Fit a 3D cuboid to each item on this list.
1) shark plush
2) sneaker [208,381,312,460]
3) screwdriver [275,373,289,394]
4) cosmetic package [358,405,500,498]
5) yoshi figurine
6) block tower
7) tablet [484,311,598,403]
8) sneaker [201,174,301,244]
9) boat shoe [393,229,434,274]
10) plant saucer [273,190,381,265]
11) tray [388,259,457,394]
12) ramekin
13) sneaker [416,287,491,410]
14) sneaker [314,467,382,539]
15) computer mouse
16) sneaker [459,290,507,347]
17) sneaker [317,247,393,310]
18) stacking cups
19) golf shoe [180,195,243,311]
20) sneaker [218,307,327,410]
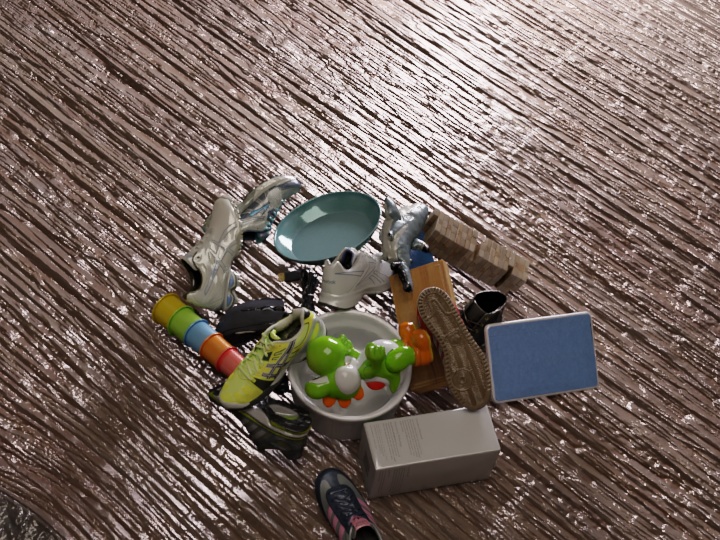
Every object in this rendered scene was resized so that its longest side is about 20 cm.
[{"bbox_3d":[0.078,-0.050,1.721,0.082,0.092,0.201,5,32,-5],"label":"shark plush"},{"bbox_3d":[-0.163,0.234,1.604,0.199,0.082,0.074,24,30,34],"label":"sneaker"},{"bbox_3d":[-0.154,0.131,1.679,0.029,0.028,0.200,-6,37,-22],"label":"screwdriver"},{"bbox_3d":[0.104,0.280,1.581,0.198,0.108,0.085,-7,54,-13],"label":"cosmetic package"},{"bbox_3d":[0.001,0.126,1.560,0.198,0.113,0.112,-21,55,-14],"label":"yoshi figurine"},{"bbox_3d":[0.198,-0.030,1.801,0.199,0.054,0.058,29,46,-11],"label":"block tower"},{"bbox_3d":[0.302,0.144,1.708,0.198,0.014,0.131,-6,89,-17],"label":"tablet"},{"bbox_3d":[-0.181,-0.094,1.845,0.199,0.078,0.087,-34,76,-18],"label":"sneaker"},{"bbox_3d":[0.096,-0.006,1.808,0.083,0.069,0.201,10,55,-9],"label":"boat shoe"},{"bbox_3d":[-0.055,-0.068,1.815,0.198,0.036,0.201,-13,37,10],"label":"plant saucer"},{"bbox_3d":[0.113,0.091,1.681,0.098,0.037,0.202,-18,66,16],"label":"tray"},{"bbox_3d":[-0.021,0.173,1.648,0.198,0.098,0.202,3,54,-4],"label":"ramekin"},{"bbox_3d":[0.145,0.117,1.604,0.071,0.112,0.201,-24,91,1],"label":"sneaker"},{"bbox_3d":[-0.007,0.369,1.520,0.070,0.082,0.201,-21,60,-19],"label":"sneaker"},{"bbox_3d":[-0.160,0.052,1.696,0.198,0.046,0.141,-16,41,24],"label":"computer mouse"},{"bbox_3d":[0.158,0.105,1.710,0.199,0.107,0.075,-34,65,-26],"label":"sneaker"},{"bbox_3d":[0.000,0.000,1.718,0.074,0.088,0.200,11,22,26],"label":"sneaker"},{"bbox_3d":[-0.257,0.110,1.663,0.060,0.061,0.199,-37,53,-27],"label":"stacking cups"},{"bbox_3d":[-0.252,-0.033,1.729,0.096,0.078,0.202,8,75,-29],"label":"golf shoe"},{"bbox_3d":[-0.144,0.129,1.569,0.200,0.077,0.075,-44,51,-11],"label":"sneaker"}]
